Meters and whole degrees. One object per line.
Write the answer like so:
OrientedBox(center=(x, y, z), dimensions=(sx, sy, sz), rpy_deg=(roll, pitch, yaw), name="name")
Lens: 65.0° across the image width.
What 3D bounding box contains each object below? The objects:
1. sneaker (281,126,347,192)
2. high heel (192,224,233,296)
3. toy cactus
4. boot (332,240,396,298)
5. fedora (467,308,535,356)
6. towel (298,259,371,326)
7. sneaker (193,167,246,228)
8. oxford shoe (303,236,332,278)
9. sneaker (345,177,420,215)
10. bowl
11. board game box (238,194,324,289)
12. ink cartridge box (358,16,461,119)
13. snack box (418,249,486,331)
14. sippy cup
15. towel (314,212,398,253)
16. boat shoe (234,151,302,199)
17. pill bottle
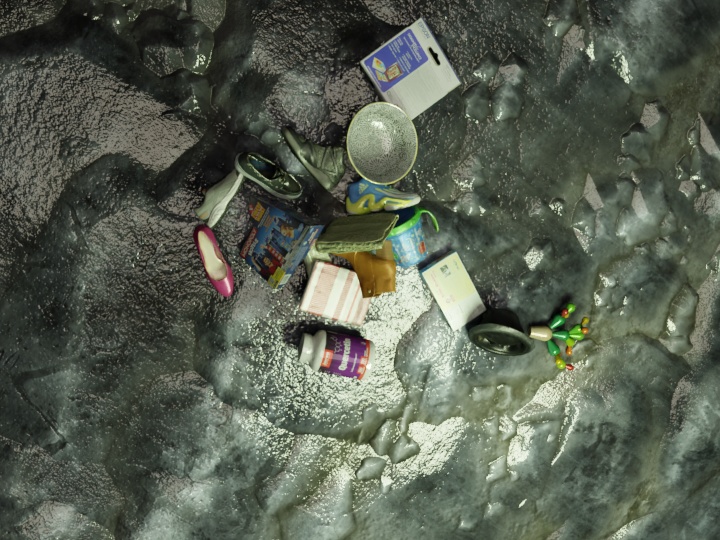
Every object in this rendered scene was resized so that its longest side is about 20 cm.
OrientedBox(center=(-0.109, -0.310, 1.452), dimensions=(0.114, 0.076, 0.199), rpy_deg=(-45, 108, -2), name="sneaker")
OrientedBox(center=(-0.373, -0.020, 1.442), dimensions=(0.067, 0.096, 0.202), rpy_deg=(-14, 102, -8), name="high heel")
OrientedBox(center=(0.581, 0.196, 1.670), dimensions=(0.163, 0.102, 0.202), rpy_deg=(6, 108, -2), name="toy cactus")
OrientedBox(center=(0.001, 0.000, 1.462), dimensions=(0.200, 0.071, 0.146), rpy_deg=(-3, 87, 33), name="boot")
OrientedBox(center=(0.405, 0.168, 1.609), dimensions=(0.199, 0.201, 0.092), rpy_deg=(20, 63, -13), name="fedora")
OrientedBox(center=(-0.058, 0.063, 1.528), dimensions=(0.199, 0.023, 0.145), rpy_deg=(17, 96, -29), name="towel")
OrientedBox(center=(-0.348, -0.207, 1.427), dimensions=(0.079, 0.074, 0.201), rpy_deg=(34, 93, -9), name="sneaker")
OrientedBox(center=(-0.124, -0.034, 1.510), dimensions=(0.075, 0.058, 0.201), rpy_deg=(-29, 120, -21), name="oxford shoe")
OrientedBox(center=(0.055, -0.207, 1.485), dimensions=(0.198, 0.076, 0.106), rpy_deg=(-8, 95, 6), name="sneaker")
OrientedBox(center=(0.038, -0.324, 1.456), dimensions=(0.199, 0.094, 0.203), rpy_deg=(-4, 100, -24), name="bowl")
OrientedBox(center=(-0.222, -0.093, 1.445), dimensions=(0.200, 0.062, 0.201), rpy_deg=(42, 114, 19), name="board game box")
OrientedBox(center=(0.129, -0.513, 1.474), dimensions=(0.199, 0.047, 0.198), rpy_deg=(-36, 103, -4), name="ink cartridge box")
OrientedBox(center=(0.262, 0.058, 1.605), dimensions=(0.116, 0.037, 0.201), rpy_deg=(-31, 104, -4), name="snack box")
OrientedBox(center=(0.115, -0.085, 1.511), dimensions=(0.177, 0.140, 0.131), rpy_deg=(-9, 119, 32), name="sippy cup")
OrientedBox(center=(-0.010, -0.098, 1.437), dimensions=(0.198, 0.149, 0.037), rpy_deg=(-3, 124, 27), name="towel")
OrientedBox(center=(-0.221, -0.237, 1.416), dimensions=(0.199, 0.056, 0.069), rpy_deg=(24, 69, -37), name="boat shoe")
OrientedBox(center=(-0.066, 0.227, 1.536), dimensions=(0.198, 0.112, 0.114), rpy_deg=(13, 98, -13), name="pill bottle")
